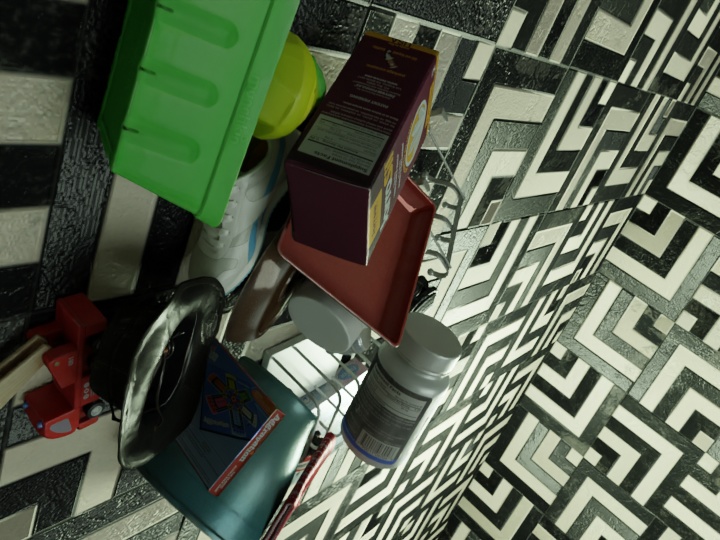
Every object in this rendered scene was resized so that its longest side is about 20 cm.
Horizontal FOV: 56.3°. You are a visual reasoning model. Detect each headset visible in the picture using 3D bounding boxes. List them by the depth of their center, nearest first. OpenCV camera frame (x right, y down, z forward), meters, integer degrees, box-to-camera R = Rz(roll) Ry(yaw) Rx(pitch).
[{"bbox_3d":[0.054,0.026,1.002,0.094,0.124,0.200,-41,-171,-4],"label":"headset"}]

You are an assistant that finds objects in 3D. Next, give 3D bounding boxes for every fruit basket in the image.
[{"bbox_3d":[-0.098,-0.155,0.559,0.210,0.156,0.220,-16,129,-20],"label":"fruit basket"}]

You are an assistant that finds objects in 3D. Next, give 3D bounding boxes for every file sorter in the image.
[{"bbox_3d":[-0.055,0.184,1.058,0.198,0.124,0.141,-21,141,-48],"label":"file sorter"}]

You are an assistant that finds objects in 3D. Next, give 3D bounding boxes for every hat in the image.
[{"bbox_3d":[-0.204,0.085,0.639,0.201,0.079,0.206,17,89,-83],"label":"hat"}]

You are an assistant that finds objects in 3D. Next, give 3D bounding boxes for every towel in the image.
[{"bbox_3d":[-0.092,0.317,0.918,0.147,0.022,0.200,-61,175,16],"label":"towel"}]

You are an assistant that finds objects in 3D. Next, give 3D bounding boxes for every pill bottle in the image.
[{"bbox_3d":[0.000,0.000,0.863,0.201,0.111,0.115,-52,158,-33],"label":"pill bottle"},{"bbox_3d":[0.058,0.169,0.952,0.113,0.113,0.203,-10,133,-54],"label":"pill bottle"}]

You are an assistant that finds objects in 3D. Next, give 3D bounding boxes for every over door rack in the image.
[{"bbox_3d":[0.099,-0.108,0.976,0.202,0.065,0.151,66,33,-49],"label":"over door rack"}]

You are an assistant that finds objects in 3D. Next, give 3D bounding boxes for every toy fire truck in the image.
[{"bbox_3d":[-0.303,0.087,0.614,0.139,0.048,0.204,-22,141,-46],"label":"toy fire truck"}]

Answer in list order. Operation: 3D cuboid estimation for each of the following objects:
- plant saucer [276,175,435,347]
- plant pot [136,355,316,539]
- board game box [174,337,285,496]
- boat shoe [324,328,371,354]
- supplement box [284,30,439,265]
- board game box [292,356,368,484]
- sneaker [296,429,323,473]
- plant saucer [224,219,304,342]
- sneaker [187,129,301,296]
[{"bbox_3d":[-0.004,-0.048,0.761,0.199,0.036,0.204,40,55,-35],"label":"plant saucer"},{"bbox_3d":[-0.160,0.226,0.869,0.189,0.198,0.202,-50,154,-18],"label":"plant pot"},{"bbox_3d":[-0.169,0.138,0.733,0.103,0.199,0.019,-49,135,-6],"label":"board game box"},{"bbox_3d":[-0.018,0.050,0.969,0.202,0.067,0.073,-86,160,-52],"label":"boat shoe"},{"bbox_3d":[0.005,-0.124,0.666,0.112,0.084,0.203,92,20,-55],"label":"supplement box"},{"bbox_3d":[-0.079,0.283,1.227,0.198,0.043,0.203,-29,144,-41],"label":"board game box"},{"bbox_3d":[-0.152,0.308,1.062,0.195,0.079,0.083,-3,135,-32],"label":"sneaker"},{"bbox_3d":[-0.093,0.005,0.803,0.203,0.032,0.200,-60,177,-5],"label":"plant saucer"},{"bbox_3d":[-0.131,-0.069,0.694,0.080,0.076,0.204,24,93,-59],"label":"sneaker"}]
